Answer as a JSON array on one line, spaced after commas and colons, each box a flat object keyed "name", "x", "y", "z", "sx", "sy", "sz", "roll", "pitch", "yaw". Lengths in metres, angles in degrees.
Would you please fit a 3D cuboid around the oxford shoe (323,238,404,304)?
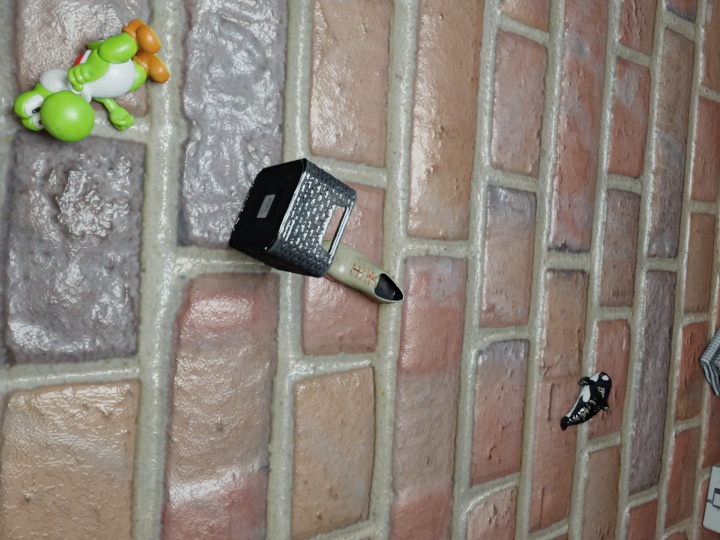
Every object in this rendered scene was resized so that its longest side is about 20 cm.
[{"name": "oxford shoe", "x": 0.000, "y": 0.000, "z": 0.934, "sx": 0.197, "sy": 0.074, "sz": 0.072, "roll": 28, "pitch": 80, "yaw": -30}]

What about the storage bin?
[{"name": "storage bin", "x": -0.107, "y": -0.077, "z": 0.787, "sx": 0.092, "sy": 0.198, "sz": 0.138, "roll": 27, "pitch": 80, "yaw": -29}]

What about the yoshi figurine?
[{"name": "yoshi figurine", "x": -0.340, "y": -0.233, "z": 0.686, "sx": 0.199, "sy": 0.111, "sz": 0.114, "roll": -40, "pitch": 120, "yaw": -20}]

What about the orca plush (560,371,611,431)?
[{"name": "orca plush", "x": 0.590, "y": 0.334, "z": 1.336, "sx": 0.196, "sy": 0.070, "sz": 0.108, "roll": -22, "pitch": 105, "yaw": -29}]

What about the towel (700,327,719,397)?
[{"name": "towel", "x": 1.198, "y": 0.306, "z": 1.711, "sx": 0.166, "sy": 0.085, "sz": 0.201, "roll": -47, "pitch": 116, "yaw": -19}]

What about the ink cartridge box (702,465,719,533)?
[{"name": "ink cartridge box", "x": 1.245, "y": 0.778, "z": 1.778, "sx": 0.142, "sy": 0.083, "sz": 0.206, "roll": 14, "pitch": 86, "yaw": -32}]
